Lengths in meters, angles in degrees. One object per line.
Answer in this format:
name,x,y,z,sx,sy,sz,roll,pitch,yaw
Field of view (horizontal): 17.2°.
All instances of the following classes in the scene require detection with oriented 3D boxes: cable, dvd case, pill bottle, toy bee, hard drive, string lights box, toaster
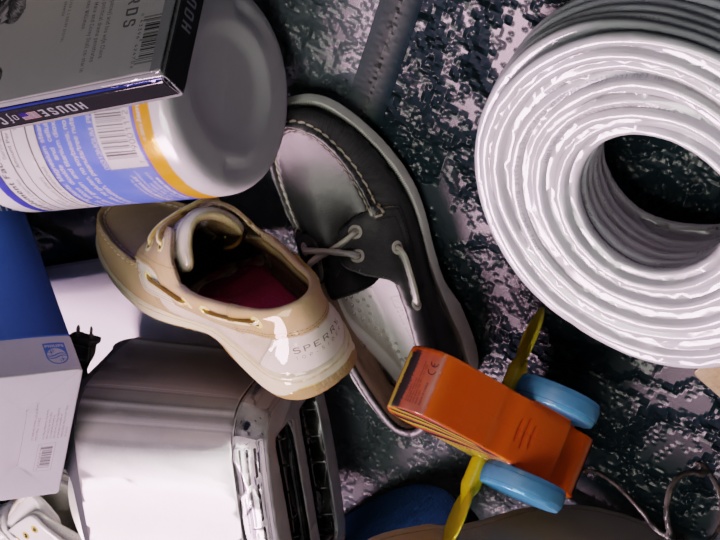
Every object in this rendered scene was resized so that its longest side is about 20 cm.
cable,0.154,-0.046,1.162,0.200,0.069,0.200,44,132,-4
dvd case,-0.161,-0.143,1.212,0.199,0.151,0.025,-7,150,31
pill bottle,-0.148,-0.089,1.263,0.199,0.112,0.113,-3,123,34
toy bee,0.083,0.100,1.290,0.200,0.131,0.109,50,161,-21
hard drive,-0.149,0.054,1.432,0.199,0.027,0.132,-8,120,32
string lights box,-0.214,0.021,1.337,0.059,0.201,0.103,-6,136,-23
toaster,-0.088,0.119,1.355,0.128,0.114,0.201,1,114,22

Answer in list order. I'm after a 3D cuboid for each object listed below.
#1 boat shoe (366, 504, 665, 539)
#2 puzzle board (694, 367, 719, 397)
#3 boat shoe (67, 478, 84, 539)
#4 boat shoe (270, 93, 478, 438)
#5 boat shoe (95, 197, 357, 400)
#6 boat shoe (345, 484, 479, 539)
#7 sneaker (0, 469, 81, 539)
boat shoe,0.087,0.176,1.308,0.075,0.199,0.062,41,129,50
puzzle board,0.288,0.049,1.207,0.151,0.017,0.200,41,133,-7
boat shoe,-0.105,0.187,1.485,0.062,0.073,0.200,-24,115,29
boat shoe,0.000,0.000,1.290,0.073,0.060,0.201,-7,120,33
boat shoe,-0.078,-0.005,1.285,0.200,0.074,0.069,30,147,39
boat shoe,0.017,0.179,1.418,0.069,0.084,0.200,41,149,-16
sneaker,-0.234,0.160,1.533,0.199,0.074,0.116,20,130,0
